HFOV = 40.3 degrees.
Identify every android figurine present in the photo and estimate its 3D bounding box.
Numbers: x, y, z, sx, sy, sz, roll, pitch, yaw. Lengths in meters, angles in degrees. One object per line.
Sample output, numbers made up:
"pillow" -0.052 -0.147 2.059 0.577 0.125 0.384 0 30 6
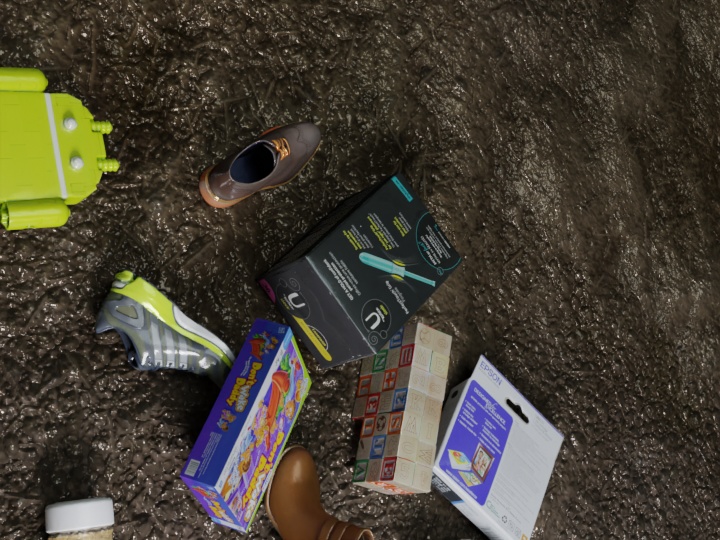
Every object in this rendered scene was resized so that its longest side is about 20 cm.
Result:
"android figurine" -0.364 -0.134 1.077 0.199 0.041 0.184 -4 79 -36

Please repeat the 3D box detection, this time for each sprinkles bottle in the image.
"sprinkles bottle" -0.278 0.334 0.987 0.068 0.068 0.202 1 76 -36

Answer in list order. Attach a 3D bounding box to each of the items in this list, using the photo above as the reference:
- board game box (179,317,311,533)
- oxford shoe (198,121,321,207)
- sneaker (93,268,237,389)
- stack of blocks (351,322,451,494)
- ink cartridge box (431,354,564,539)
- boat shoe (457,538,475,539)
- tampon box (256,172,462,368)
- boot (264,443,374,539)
"board game box" -0.124 0.176 1.113 0.135 0.044 0.201 75 33 -55
"oxford shoe" -0.110 -0.141 1.245 0.200 0.073 0.072 -39 100 -37
"sneaker" -0.217 0.089 1.113 0.200 0.074 0.081 41 71 -17
"stack of blocks" 0.046 0.177 1.243 0.058 0.115 0.201 23 65 -29
"ink cartridge box" 0.187 0.256 1.368 0.198 0.043 0.201 45 51 -18
"boat shoe" 0.121 0.411 1.272 0.199 0.074 0.093 11 103 -48
"tampon box" 0.000 0.000 1.253 0.200 0.126 0.150 -44 103 -35
"boot" -0.046 0.294 1.115 0.076 0.155 0.202 18 67 -31
